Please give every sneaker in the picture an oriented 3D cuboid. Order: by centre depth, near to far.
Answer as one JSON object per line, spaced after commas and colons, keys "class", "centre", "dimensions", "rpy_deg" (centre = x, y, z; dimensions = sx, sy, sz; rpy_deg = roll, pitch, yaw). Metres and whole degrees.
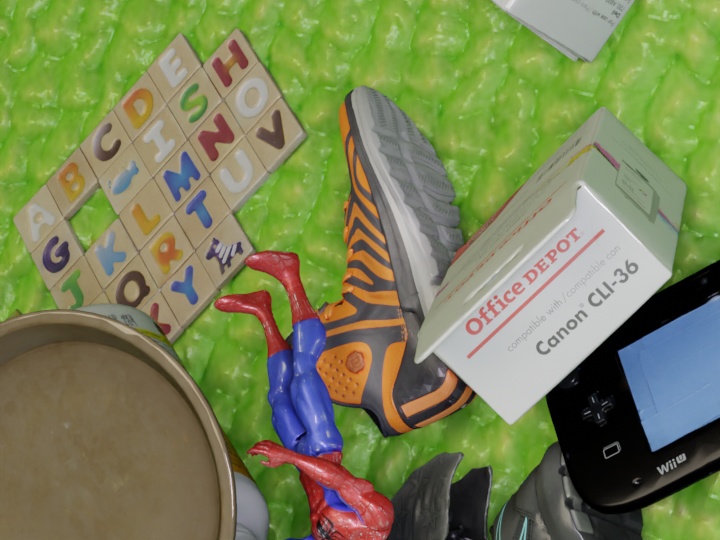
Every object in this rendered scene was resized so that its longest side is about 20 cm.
{"class": "sneaker", "centre": [0.109, 0.185, 1.492], "dimensions": [0.079, 0.075, 0.201], "rpy_deg": [-37, 44, 36]}
{"class": "sneaker", "centre": [0.023, 0.201, 1.555], "dimensions": [0.104, 0.060, 0.201], "rpy_deg": [-19, 58, 39]}
{"class": "sneaker", "centre": [0.000, 0.000, 1.641], "dimensions": [0.112, 0.077, 0.201], "rpy_deg": [-33, 55, 25]}

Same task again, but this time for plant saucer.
{"class": "plant saucer", "centre": [-0.149, 0.120, 1.544], "dimensions": [0.199, 0.029, 0.202], "rpy_deg": [0, 91, 24]}
{"class": "plant saucer", "centre": [-0.193, 0.142, 1.652], "dimensions": [0.201, 0.048, 0.200], "rpy_deg": [69, 159, 8]}

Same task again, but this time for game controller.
{"class": "game controller", "centre": [0.185, 0.043, 1.470], "dimensions": [0.199, 0.042, 0.105], "rpy_deg": [-30, 44, 18]}

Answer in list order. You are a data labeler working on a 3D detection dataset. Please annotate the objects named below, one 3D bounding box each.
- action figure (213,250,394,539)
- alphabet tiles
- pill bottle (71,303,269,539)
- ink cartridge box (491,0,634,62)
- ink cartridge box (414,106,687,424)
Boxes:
{"class": "action figure", "centre": [-0.047, 0.090, 1.561], "dimensions": [0.065, 0.098, 0.201], "rpy_deg": [-54, 51, 46]}
{"class": "alphabet tiles", "centre": [-0.118, -0.044, 1.806], "dimensions": [0.200, 0.008, 0.168], "rpy_deg": [-46, 50, 17]}
{"class": "pill bottle", "centre": [-0.122, 0.120, 1.675], "dimensions": [0.109, 0.109, 0.200], "rpy_deg": [-48, 50, 15]}
{"class": "ink cartridge box", "centre": [0.118, -0.238, 1.630], "dimensions": [0.201, 0.084, 0.145], "rpy_deg": [-55, 48, 10]}
{"class": "ink cartridge box", "centre": [0.097, 0.001, 1.487], "dimensions": [0.067, 0.200, 0.116], "rpy_deg": [44, 109, -5]}
